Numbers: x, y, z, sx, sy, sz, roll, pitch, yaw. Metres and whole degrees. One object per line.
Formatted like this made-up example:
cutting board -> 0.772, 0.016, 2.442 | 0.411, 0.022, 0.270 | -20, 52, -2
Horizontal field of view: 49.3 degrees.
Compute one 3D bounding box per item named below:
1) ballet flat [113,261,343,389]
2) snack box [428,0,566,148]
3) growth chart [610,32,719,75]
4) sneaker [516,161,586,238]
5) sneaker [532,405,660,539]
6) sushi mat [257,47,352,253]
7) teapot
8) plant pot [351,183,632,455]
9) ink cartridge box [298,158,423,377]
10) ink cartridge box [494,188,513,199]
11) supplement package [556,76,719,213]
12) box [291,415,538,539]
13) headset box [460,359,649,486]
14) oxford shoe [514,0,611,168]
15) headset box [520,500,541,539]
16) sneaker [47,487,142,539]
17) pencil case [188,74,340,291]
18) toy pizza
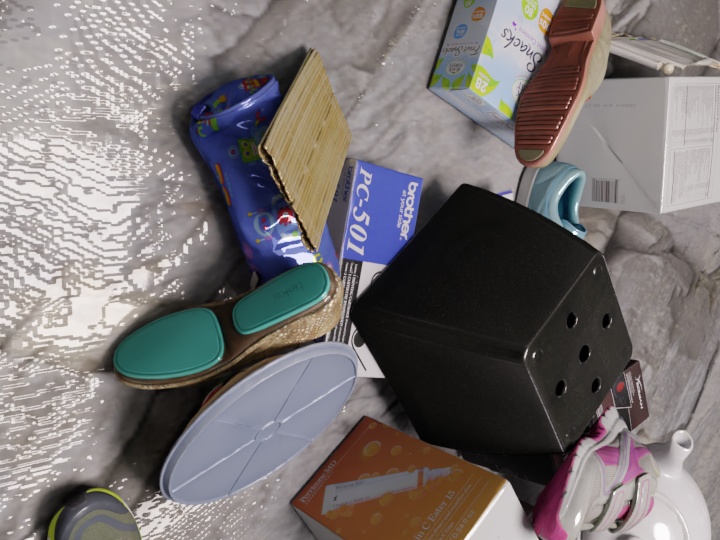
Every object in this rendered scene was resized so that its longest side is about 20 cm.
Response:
ballet flat -> -0.101, 0.057, 0.639 | 0.196, 0.072, 0.066 | -19, 146, 6
snack box -> 0.176, -0.256, 0.857 | 0.167, 0.067, 0.204 | 21, 86, -41
growth chart -> 0.364, -0.272, 0.972 | 0.198, 0.144, 0.018 | -14, 129, -42
sneaker -> 0.221, -0.029, 0.925 | 0.073, 0.081, 0.205 | 2, 97, -39
sneaker -> 0.231, 0.203, 0.735 | 0.199, 0.088, 0.082 | -26, 148, -49
sushi mat -> -0.041, -0.107, 0.654 | 0.202, 0.012, 0.097 | -77, 150, -54
teapot -> 0.296, 0.294, 0.869 | 0.146, 0.194, 0.204 | 3, 66, -76
plant pot -> 0.144, 0.062, 0.763 | 0.200, 0.176, 0.202 | -46, 126, -24
ink cartridge box -> 0.000, 0.000, 0.768 | 0.093, 0.044, 0.205 | 8, 93, -42
ink cartridge box -> 0.133, 0.014, 0.888 | 0.098, 0.039, 0.205 | -15, 108, -37
supplement package -> 0.363, -0.161, 0.976 | 0.197, 0.150, 0.154 | -11, 105, -38
box -> 0.049, 0.242, 0.750 | 0.124, 0.198, 0.098 | -45, 123, -25
headset box -> 0.213, 0.168, 0.907 | 0.198, 0.147, 0.077 | -24, 105, -34
oxford shoe -> 0.222, -0.189, 0.821 | 0.073, 0.070, 0.203 | 33, 78, -42
headset box -> 0.139, 0.386, 0.924 | 0.199, 0.074, 0.151 | -38, 120, -30
sneaker -> -0.186, 0.265, 0.633 | 0.073, 0.080, 0.203 | -31, 117, -32
pencil case -> -0.080, -0.060, 0.668 | 0.086, 0.078, 0.203 | -27, 115, -20
toy pizza -> -0.087, 0.127, 0.674 | 0.198, 0.032, 0.202 | -32, 153, -18
